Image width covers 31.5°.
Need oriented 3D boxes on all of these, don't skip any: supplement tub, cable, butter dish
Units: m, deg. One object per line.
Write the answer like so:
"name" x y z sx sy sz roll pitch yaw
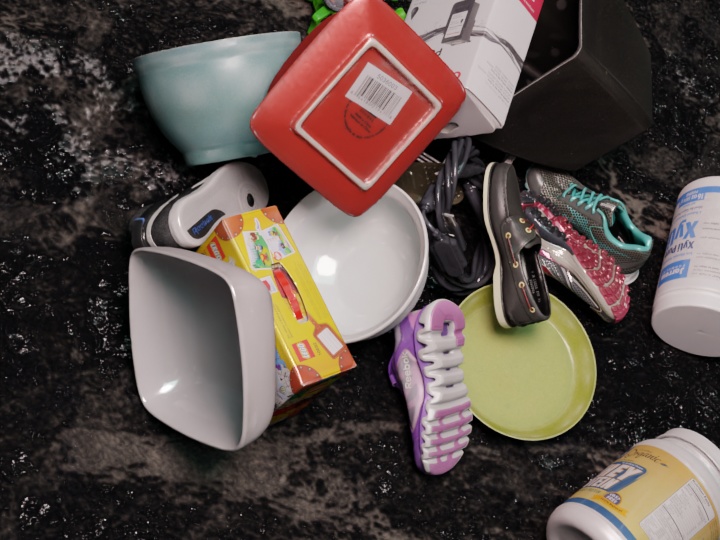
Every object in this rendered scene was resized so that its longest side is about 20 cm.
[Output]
"supplement tub" 0.454 -0.007 1.636 0.131 0.132 0.201 24 61 -7
"supplement tub" 0.326 0.285 1.460 0.199 0.145 0.145 -32 80 -27
"cable" 0.123 -0.063 1.535 0.050 0.200 0.164 0 60 26
"butter dish" -0.019 -0.200 1.424 0.200 0.148 0.200 -47 127 7

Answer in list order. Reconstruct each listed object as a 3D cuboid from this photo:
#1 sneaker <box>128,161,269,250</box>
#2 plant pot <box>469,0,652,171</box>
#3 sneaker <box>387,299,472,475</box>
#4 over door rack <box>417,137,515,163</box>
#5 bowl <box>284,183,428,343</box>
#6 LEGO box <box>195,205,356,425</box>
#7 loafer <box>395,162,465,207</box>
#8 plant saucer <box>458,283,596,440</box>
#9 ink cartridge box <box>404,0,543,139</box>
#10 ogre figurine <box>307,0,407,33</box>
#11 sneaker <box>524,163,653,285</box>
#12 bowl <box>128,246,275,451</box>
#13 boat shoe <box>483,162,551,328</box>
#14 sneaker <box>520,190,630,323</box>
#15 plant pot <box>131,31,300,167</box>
"sneaker" -0.197 -0.071 1.482 0.200 0.111 0.074 -35 109 -58
"plant pot" 0.258 -0.244 1.591 0.177 0.200 0.201 31 47 -28
"sneaker" 0.074 0.135 1.484 0.080 0.088 0.202 0 88 -48
"over door rack" 0.144 -0.197 1.651 0.147 0.067 0.201 32 62 -4
"bowl" 0.000 0.000 1.482 0.200 0.090 0.203 -9 68 22
"LEGO box" -0.109 0.056 1.404 0.077 0.149 0.201 -17 73 -37
"loafer" 0.029 -0.098 1.568 0.199 0.067 0.077 8 63 -17
"plant saucer" 0.191 0.113 1.554 0.198 0.031 0.201 7 65 -16
"ink cartridge box" 0.119 -0.265 1.531 0.083 0.145 0.201 41 59 -40
"ogre figurine" -0.022 -0.356 1.634 0.199 0.120 0.098 33 57 -4
"sneaker" 0.299 -0.075 1.636 0.200 0.091 0.078 44 61 4
"bowl" -0.158 0.076 1.345 0.074 0.199 0.202 -14 111 -41
"boat shoe" 0.190 -0.034 1.535 0.073 0.063 0.203 4 77 -57
"sneaker" 0.256 -0.010 1.601 0.200 0.075 0.081 47 35 10
"plant pot" -0.157 -0.195 1.495 0.199 0.200 0.135 -13 98 -23
